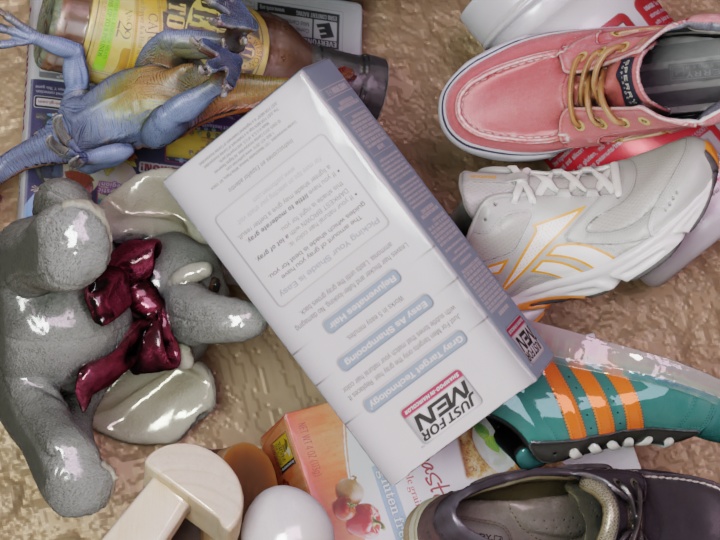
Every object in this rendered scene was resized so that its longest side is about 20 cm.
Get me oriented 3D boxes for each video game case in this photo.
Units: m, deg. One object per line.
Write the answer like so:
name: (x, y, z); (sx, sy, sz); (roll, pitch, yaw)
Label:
video game case: (-0.096, -0.083, 1.561); (0.199, 0.023, 0.183); (7, 69, -17)

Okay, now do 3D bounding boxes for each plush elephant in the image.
plush elephant: (-0.124, 0.025, 1.435); (0.154, 0.200, 0.166); (-8, 103, -26)

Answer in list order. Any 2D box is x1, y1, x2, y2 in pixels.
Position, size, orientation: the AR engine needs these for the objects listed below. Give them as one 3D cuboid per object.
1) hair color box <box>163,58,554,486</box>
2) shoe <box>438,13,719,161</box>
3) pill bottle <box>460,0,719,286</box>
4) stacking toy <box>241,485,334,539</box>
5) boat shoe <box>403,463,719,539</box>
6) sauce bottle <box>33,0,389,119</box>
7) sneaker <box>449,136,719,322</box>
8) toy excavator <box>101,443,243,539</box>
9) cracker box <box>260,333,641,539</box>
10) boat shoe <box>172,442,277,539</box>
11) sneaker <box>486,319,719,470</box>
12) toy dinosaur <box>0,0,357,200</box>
hair color box: (0.000, 0.000, 1.414); (0.099, 0.061, 0.200); (-37, 90, 17)
shoe: (0.138, -0.105, 1.498); (0.199, 0.091, 0.072); (-8, 89, 6)
pill bottle: (0.152, -0.099, 1.599); (0.112, 0.112, 0.200); (-37, 85, -25)
stacking toy: (-0.018, 0.203, 1.374); (0.145, 0.146, 0.201); (-10, 63, -21)
boat shoe: (0.124, 0.140, 1.469); (0.199, 0.065, 0.072); (1, 72, -20)
sauce bottle: (-0.082, -0.123, 1.532); (0.199, 0.065, 0.065); (10, 69, -15)
sneaker: (0.104, -0.029, 1.515); (0.092, 0.199, 0.076); (52, 21, -19)
toy excavator: (-0.116, 0.204, 1.325); (0.194, 0.100, 0.201); (-24, 70, -16)
cracker box: (0.059, 0.126, 1.520); (0.199, 0.058, 0.135); (-14, 77, -23)
boat shoe: (-0.089, 0.190, 1.435); (0.070, 0.070, 0.201); (38, 48, -38)
sneaker: (0.117, 0.076, 1.490); (0.199, 0.071, 0.080); (15, 87, -11)
toy dinosaur: (-0.131, -0.071, 1.469); (0.199, 0.181, 0.105); (28, 39, -32)
